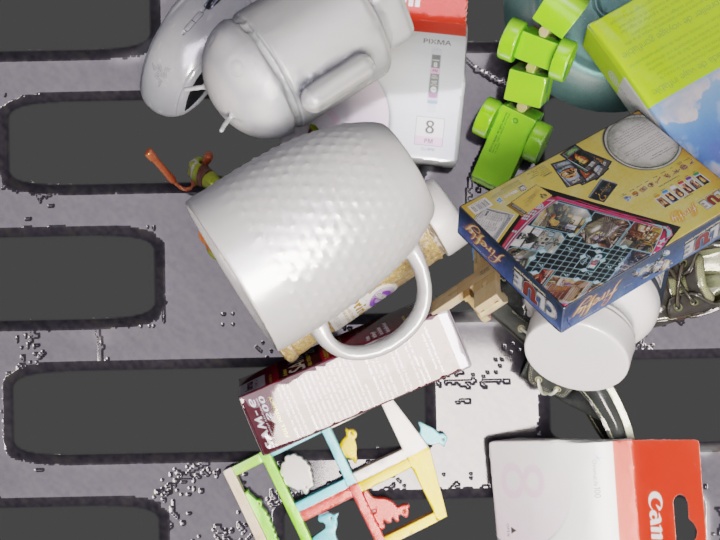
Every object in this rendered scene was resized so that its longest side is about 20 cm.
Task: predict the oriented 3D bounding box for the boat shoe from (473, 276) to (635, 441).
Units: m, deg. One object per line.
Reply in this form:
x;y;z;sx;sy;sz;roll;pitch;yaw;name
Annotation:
0.178;0.087;1.539;0.068;0.072;0.200;-33;82;-6;boat shoe

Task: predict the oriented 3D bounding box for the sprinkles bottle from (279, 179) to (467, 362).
0.000;0.000;1.508;0.200;0.068;0.068;-34;89;-2;sprinkles bottle

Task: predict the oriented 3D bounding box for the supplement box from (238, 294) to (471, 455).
-0.008;0.091;1.517;0.200;0.109;0.061;-24;97;-2;supplement box

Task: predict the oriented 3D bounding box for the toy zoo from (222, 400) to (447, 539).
-0.010;0.198;1.561;0.200;0.020;0.131;-26;89;0;toy zoo

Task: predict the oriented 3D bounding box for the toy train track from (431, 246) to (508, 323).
0.118;-0.007;1.485;0.115;0.200;0.033;-35;109;18;toy train track

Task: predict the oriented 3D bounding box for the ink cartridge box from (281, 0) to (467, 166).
0.016;-0.201;1.548;0.162;0.057;0.201;5;94;0;ink cartridge box

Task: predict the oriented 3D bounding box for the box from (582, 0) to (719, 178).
0.301;-0.159;1.494;0.122;0.048;0.200;-30;76;-8;box

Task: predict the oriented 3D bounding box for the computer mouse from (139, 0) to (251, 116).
-0.137;-0.231;1.545;0.110;0.044;0.200;32;90;18;computer mouse

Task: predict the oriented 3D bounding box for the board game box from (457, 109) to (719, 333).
0.200;-0.045;1.408;0.200;0.035;0.136;-28;55;-23;board game box

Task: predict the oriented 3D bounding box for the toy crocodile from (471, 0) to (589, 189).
0.152;-0.163;1.536;0.067;0.062;0.200;22;112;13;toy crocodile

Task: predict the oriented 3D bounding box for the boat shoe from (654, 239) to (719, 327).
0.305;0.006;1.544;0.200;0.066;0.072;-16;90;-1;boat shoe

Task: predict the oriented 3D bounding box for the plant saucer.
0.233;-0.247;1.564;0.199;0.036;0.201;0;89;-1;plant saucer

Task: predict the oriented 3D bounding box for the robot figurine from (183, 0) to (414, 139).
-0.053;-0.188;1.462;0.200;0.170;0.113;-32;126;-11;robot figurine

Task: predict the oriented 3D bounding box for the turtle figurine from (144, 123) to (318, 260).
-0.087;-0.059;1.511;0.161;0.064;0.200;-35;104;15;turtle figurine

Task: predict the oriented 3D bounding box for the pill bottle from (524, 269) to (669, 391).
0.206;0.001;1.472;0.119;0.120;0.200;22;51;0;pill bottle

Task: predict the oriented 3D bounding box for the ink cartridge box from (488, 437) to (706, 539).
0.206;0.228;1.490;0.057;0.200;0.163;-3;89;-41;ink cartridge box

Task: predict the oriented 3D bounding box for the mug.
-0.021;-0.019;1.417;0.175;0.148;0.200;-32;99;-6;mug
